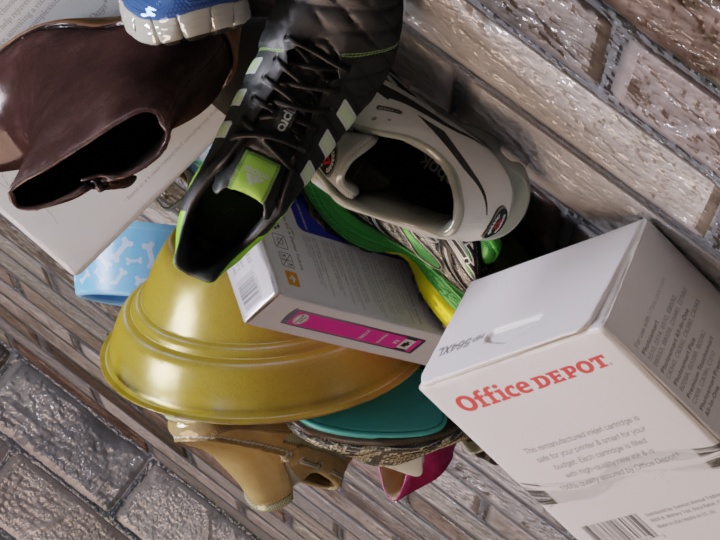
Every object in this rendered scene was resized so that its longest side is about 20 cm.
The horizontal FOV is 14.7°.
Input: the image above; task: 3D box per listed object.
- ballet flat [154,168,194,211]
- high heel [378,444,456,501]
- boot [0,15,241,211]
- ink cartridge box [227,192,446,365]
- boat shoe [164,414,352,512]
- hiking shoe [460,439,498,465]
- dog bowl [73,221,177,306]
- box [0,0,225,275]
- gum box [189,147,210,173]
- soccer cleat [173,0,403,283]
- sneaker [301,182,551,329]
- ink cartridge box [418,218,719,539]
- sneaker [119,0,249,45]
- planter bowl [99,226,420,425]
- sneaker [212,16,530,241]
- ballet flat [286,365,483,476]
[{"bbox_3d":[-0.104,-0.053,1.932,0.200,0.064,0.067,42,168,-16],"label":"ballet flat"},{"bbox_3d":[0.020,0.090,2.015,0.067,0.096,0.200,32,166,30],"label":"high heel"},{"bbox_3d":[-0.159,-0.078,1.465,0.072,0.200,0.166,59,-154,-17],"label":"boot"},{"bbox_3d":[0.000,0.000,1.603,0.200,0.037,0.095,13,-134,-43],"label":"ink cartridge box"},{"bbox_3d":[-0.055,0.111,1.723,0.071,0.076,0.200,6,178,32],"label":"boat shoe"},{"bbox_3d":[0.140,0.108,1.833,0.200,0.076,0.101,34,-163,-24],"label":"hiking shoe"},{"bbox_3d":[-0.101,0.004,1.872,0.199,0.050,0.111,8,173,-23],"label":"dog bowl"},{"bbox_3d":[-0.180,-0.128,1.602,0.200,0.152,0.106,42,-160,-14],"label":"box"},{"bbox_3d":[-0.060,-0.077,1.763,0.170,0.045,0.200,46,165,-32],"label":"gum box"},{"bbox_3d":[-0.036,-0.075,1.402,0.067,0.081,0.200,28,124,-5],"label":"soccer cleat"},{"bbox_3d":[0.045,-0.038,1.566,0.200,0.078,0.085,41,150,-12],"label":"sneaker"},{"bbox_3d":[0.154,0.079,1.500,0.200,0.084,0.146,45,141,-21],"label":"ink cartridge box"},{"bbox_3d":[-0.112,-0.188,1.437,0.200,0.078,0.089,40,140,55],"label":"sneaker"},{"bbox_3d":[-0.060,0.009,1.672,0.200,0.200,0.084,25,127,47],"label":"planter bowl"},{"bbox_3d":[-0.010,-0.076,1.484,0.200,0.074,0.088,27,-162,17],"label":"sneaker"},{"bbox_3d":[0.055,0.086,1.685,0.075,0.199,0.068,81,171,-46],"label":"ballet flat"}]
